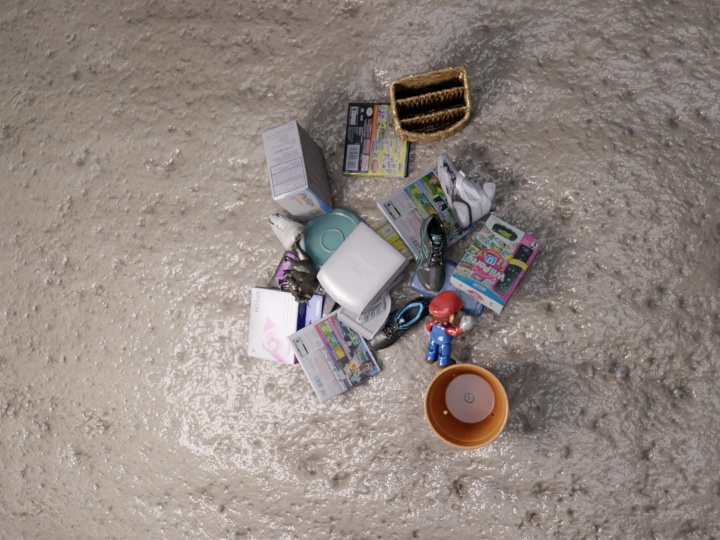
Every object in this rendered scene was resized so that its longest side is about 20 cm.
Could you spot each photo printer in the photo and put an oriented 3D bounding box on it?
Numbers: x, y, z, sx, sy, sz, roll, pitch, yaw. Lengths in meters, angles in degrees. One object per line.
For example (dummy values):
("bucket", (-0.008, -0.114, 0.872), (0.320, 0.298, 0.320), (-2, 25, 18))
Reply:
("photo printer", (0.000, 0.000, 1.512), (0.166, 0.069, 0.200), (41, 85, 11))

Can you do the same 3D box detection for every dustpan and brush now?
("dustpan and brush", (0.047, 0.078, 1.559), (0.200, 0.057, 0.139), (-36, 45, -27))

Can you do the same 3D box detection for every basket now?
("basket", (0.179, -0.413, 1.508), (0.199, 0.149, 0.143), (-10, 85, 3))

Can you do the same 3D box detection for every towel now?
("towel", (0.235, 0.035, 1.535), (0.199, 0.049, 0.112), (22, 92, 14))

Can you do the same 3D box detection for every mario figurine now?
("mario figurine", (0.223, 0.144, 1.500), (0.123, 0.106, 0.201), (8, 111, 8))

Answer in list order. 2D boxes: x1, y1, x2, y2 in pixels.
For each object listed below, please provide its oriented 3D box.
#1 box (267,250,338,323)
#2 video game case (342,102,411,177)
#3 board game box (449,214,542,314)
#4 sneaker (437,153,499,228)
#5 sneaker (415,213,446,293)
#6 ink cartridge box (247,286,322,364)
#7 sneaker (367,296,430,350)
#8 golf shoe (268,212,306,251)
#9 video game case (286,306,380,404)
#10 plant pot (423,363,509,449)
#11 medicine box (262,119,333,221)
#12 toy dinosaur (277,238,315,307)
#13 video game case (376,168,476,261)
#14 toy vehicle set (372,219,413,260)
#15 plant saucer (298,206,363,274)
("box", (-0.152, 0.053, 1.641), (0.200, 0.036, 0.143), (28, 94, 12))
("video game case", (0.047, -0.355, 1.618), (0.180, 0.025, 0.201), (4, 87, 15))
("board game box", (0.335, -0.016, 1.471), (0.147, 0.064, 0.200), (31, 74, 15))
("sneaker", (0.275, -0.216, 1.519), (0.115, 0.075, 0.201), (-19, 82, -5))
("sneaker", (0.176, -0.045, 1.468), (0.075, 0.079, 0.201), (-1, 77, -4))
("ink cartridge box", (-0.209, 0.152, 1.621), (0.199, 0.043, 0.197), (7, 97, 19))
("sneaker", (0.092, 0.136, 1.549), (0.200, 0.082, 0.073), (-41, 81, 10))
("golf shoe", (-0.205, -0.110, 1.576), (0.097, 0.200, 0.078), (40, 83, -15))
("video game case", (-0.071, 0.223, 1.582), (0.182, 0.023, 0.200), (-28, 85, -7))
("plant pot", (0.265, 0.323, 1.464), (0.199, 0.140, 0.201), (-1, 87, 15))
("medicine box", (-0.163, -0.258, 1.569), (0.103, 0.182, 0.201), (-16, 71, 14))
("toy dinosaur", (-0.160, 0.013, 1.578), (0.102, 0.077, 0.201), (8, 58, 4))
("video game case", (0.172, -0.141, 1.545), (0.182, 0.022, 0.200), (-33, 78, -10))
("toy vehicle set", (0.090, -0.074, 1.568), (0.200, 0.027, 0.124), (-32, 79, -2))
("plant saucer", (-0.074, -0.080, 1.615), (0.199, 0.027, 0.201), (-2, 77, 8))
